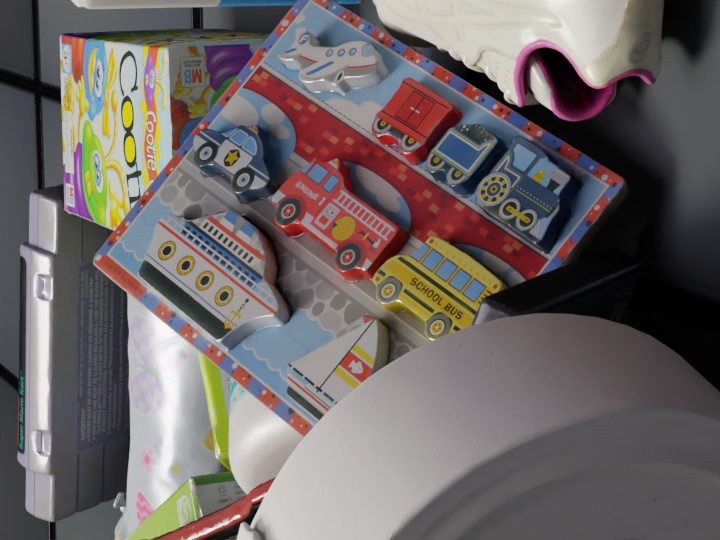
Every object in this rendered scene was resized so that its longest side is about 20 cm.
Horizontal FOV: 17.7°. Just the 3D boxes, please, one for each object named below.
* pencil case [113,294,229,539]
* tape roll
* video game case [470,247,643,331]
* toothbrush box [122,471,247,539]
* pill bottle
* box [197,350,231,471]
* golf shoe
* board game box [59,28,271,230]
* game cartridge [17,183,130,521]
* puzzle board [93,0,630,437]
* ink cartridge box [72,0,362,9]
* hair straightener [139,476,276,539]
[{"bbox_3d":[-0.096,0.080,1.307,0.090,0.083,0.202,22,116,42],"label":"pencil case"},{"bbox_3d":[0.058,0.119,0.771,0.071,0.201,0.204,-132,42,-56],"label":"tape roll"},{"bbox_3d":[0.040,0.093,0.855,0.019,0.143,0.201,26,107,19],"label":"video game case"},{"bbox_3d":[-0.032,0.152,1.079,0.200,0.144,0.087,132,129,-62],"label":"toothbrush box"},{"bbox_3d":[0.000,0.000,0.986,0.111,0.110,0.201,120,154,-55],"label":"pill bottle"},{"bbox_3d":[-0.039,0.052,1.121,0.200,0.047,0.123,60,-163,-70],"label":"box"},{"bbox_3d":[0.058,-0.099,0.905,0.200,0.075,0.092,167,95,-69],"label":"golf shoe"},{"bbox_3d":[-0.083,-0.073,1.220,0.200,0.104,0.104,-162,69,-66],"label":"board game box"},{"bbox_3d":[-0.149,0.039,1.378,0.038,0.129,0.202,20,115,41],"label":"game cartridge"},{"bbox_3d":[-0.008,-0.019,0.919,0.151,0.017,0.200,-51,48,-4],"label":"puzzle board"},{"bbox_3d":[-0.070,-0.232,1.097,0.086,0.145,0.202,-135,46,-61],"label":"ink cartridge box"},{"bbox_3d":[-0.045,0.127,0.924,0.199,0.041,0.078,-23,70,31],"label":"hair straightener"}]
